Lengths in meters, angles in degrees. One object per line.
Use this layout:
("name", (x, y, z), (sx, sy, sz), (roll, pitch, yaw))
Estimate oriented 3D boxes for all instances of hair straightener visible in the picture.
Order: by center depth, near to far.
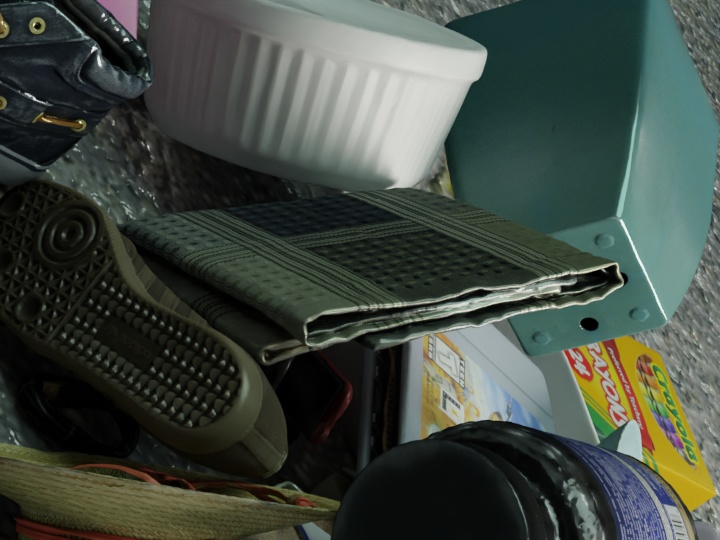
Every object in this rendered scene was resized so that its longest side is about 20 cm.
("hair straightener", (-0.064, 0.023, 1.024), (0.077, 0.041, 0.200), (31, 10, -23))

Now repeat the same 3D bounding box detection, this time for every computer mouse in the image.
("computer mouse", (-0.091, 0.065, 0.996), (0.199, 0.034, 0.059), (6, 52, -57))

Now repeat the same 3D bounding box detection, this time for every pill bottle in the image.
("pill bottle", (0.068, 0.123, 0.855), (0.112, 0.112, 0.200), (63, 17, 22))

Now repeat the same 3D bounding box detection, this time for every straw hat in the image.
("straw hat", (-0.098, 0.124, 0.831), (0.201, 0.200, 0.086), (15, 84, -53))

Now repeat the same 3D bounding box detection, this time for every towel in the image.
("towel", (0.000, 0.000, 1.005), (0.191, 0.035, 0.200), (-8, 18, -31))

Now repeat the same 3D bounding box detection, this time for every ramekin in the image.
("ramekin", (-0.035, -0.112, 1.169), (0.201, 0.095, 0.202), (16, 12, -3))

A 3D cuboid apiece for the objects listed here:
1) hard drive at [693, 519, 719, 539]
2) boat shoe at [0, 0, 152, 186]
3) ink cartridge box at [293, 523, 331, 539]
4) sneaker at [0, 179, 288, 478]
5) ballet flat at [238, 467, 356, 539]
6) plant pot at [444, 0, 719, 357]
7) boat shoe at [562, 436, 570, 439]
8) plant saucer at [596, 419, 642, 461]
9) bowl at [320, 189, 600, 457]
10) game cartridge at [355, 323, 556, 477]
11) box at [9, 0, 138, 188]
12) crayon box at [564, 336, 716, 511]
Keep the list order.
("hard drive", (0.170, 0.207, 1.138), (0.200, 0.042, 0.136), (27, 69, -72))
("boat shoe", (-0.183, -0.113, 0.895), (0.200, 0.091, 0.071), (31, 32, -50))
("ink cartridge box", (0.054, 0.208, 0.874), (0.199, 0.047, 0.198), (32, 10, -26))
("sneaker", (-0.109, 0.034, 0.940), (0.200, 0.070, 0.076), (41, -9, 36))
("ballet flat", (-0.012, 0.133, 1.008), (0.067, 0.068, 0.200), (54, 22, 21))
("plant pot", (0.131, -0.054, 1.215), (0.201, 0.140, 0.142), (-81, 149, -46))
("boat shoe", (0.130, 0.175, 0.983), (0.201, 0.071, 0.068), (58, -2, 11))
("plant saucer", (0.124, 0.180, 1.116), (0.201, 0.038, 0.203), (7, 90, -75))
("bowl", (0.045, 0.056, 1.194), (0.199, 0.075, 0.201), (23, 38, -47))
("game cartridge", (0.054, 0.094, 1.038), (0.133, 0.041, 0.201), (38, 33, -26))
("box", (-0.214, -0.174, 1.019), (0.200, 0.097, 0.177), (37, 28, -29))
("crayon box", (0.172, 0.097, 1.388), (0.199, 0.051, 0.128), (28, 34, -43))
